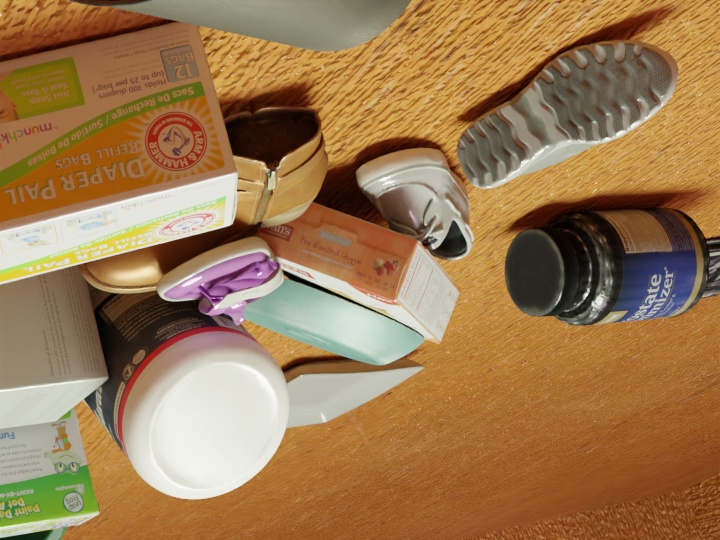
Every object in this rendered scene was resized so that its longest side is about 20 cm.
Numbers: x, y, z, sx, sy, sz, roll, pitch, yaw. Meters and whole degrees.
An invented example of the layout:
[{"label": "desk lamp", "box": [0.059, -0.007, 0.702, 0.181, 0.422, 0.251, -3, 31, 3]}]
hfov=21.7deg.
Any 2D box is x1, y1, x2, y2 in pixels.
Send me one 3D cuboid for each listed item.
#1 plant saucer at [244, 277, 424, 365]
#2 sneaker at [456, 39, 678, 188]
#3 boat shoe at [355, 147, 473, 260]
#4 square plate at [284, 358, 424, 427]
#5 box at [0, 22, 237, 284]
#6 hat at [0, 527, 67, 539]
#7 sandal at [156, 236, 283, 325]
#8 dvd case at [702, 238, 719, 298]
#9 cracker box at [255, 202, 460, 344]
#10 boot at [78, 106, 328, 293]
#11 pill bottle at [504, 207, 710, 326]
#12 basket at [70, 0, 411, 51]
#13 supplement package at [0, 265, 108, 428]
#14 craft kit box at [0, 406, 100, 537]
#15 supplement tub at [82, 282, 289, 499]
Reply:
[{"label": "plant saucer", "box": [-0.042, 0.044, 1.664, 0.198, 0.036, 0.200, 20, 173, 3]}, {"label": "sneaker", "box": [0.167, -0.129, 1.466, 0.199, 0.075, 0.082, -22, 179, 39]}, {"label": "boat shoe", "box": [0.051, -0.050, 1.583, 0.071, 0.069, 0.200, -19, 164, 9]}, {"label": "square plate", "box": [-0.057, 0.144, 2.208, 0.197, 0.029, 0.199, -2, 159, -43]}, {"label": "box", "box": [-0.185, -0.070, 1.193, 0.198, 0.113, 0.101, -15, 165, -10]}, {"label": "hat", "box": [-0.426, 0.236, 2.167, 0.164, 0.176, 0.202, -10, 126, -14]}, {"label": "sandal", "box": [-0.093, 0.014, 1.444, 0.082, 0.050, 0.203, -31, 171, 11]}, {"label": "dvd case", "box": [0.409, -0.001, 2.217, 0.147, 0.016, 0.200, -8, 163, -25]}, {"label": "cracker box", "box": [0.000, 0.000, 1.601, 0.133, 0.058, 0.200, 20, 172, 17]}, {"label": "boot", "box": [-0.118, -0.059, 1.384, 0.199, 0.074, 0.155, -25, 167, -13]}, {"label": "pill bottle", "box": [0.242, -0.003, 1.859, 0.199, 0.113, 0.112, -4, 160, -38]}, {"label": "basket", "box": [-0.052, -0.182, 0.925, 0.179, 0.137, 0.200, -27, 165, 17]}, {"label": "supplement package", "box": [-0.320, 0.058, 1.474, 0.199, 0.121, 0.121, -5, 162, -35]}, {"label": "craft kit box", "box": [-0.328, 0.123, 1.547, 0.199, 0.199, 0.048, -4, 159, -36]}, {"label": "supplement tub", "box": [-0.156, 0.084, 1.540, 0.139, 0.142, 0.200, -9, -155, -25]}]
